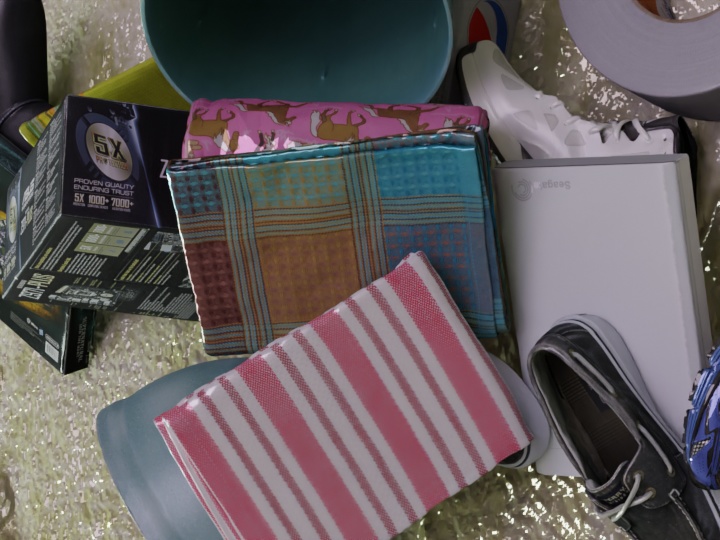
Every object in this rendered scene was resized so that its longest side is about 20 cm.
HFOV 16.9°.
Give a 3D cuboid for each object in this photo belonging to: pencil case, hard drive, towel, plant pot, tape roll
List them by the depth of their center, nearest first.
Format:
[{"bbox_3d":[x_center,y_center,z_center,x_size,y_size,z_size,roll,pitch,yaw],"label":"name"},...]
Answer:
[{"bbox_3d":[-0.009,0.097,1.495,0.199,0.147,0.030,-32,17,-4],"label":"towel"},{"bbox_3d":[-0.012,-0.013,1.501,0.198,0.148,0.022,-5,30,9],"label":"towel"},{"bbox_3d":[0.155,0.030,1.506,0.131,0.026,0.202,0,105,36],"label":"hard drive"},{"bbox_3d":[-0.017,-0.067,1.529,0.198,0.083,0.087,2,120,3],"label":"pencil case"},{"bbox_3d":[0.224,-0.199,1.542,0.199,0.066,0.202,-11,71,35],"label":"tape roll"},{"bbox_3d":[-0.031,-0.207,1.569,0.200,0.201,0.162,-25,34,29],"label":"plant pot"},{"bbox_3d":[-0.061,0.137,1.601,0.134,0.200,0.201,-35,59,7],"label":"plant pot"},{"bbox_3d":[-0.148,-0.104,1.688,0.199,0.086,0.018,-21,40,42],"label":"towel"}]

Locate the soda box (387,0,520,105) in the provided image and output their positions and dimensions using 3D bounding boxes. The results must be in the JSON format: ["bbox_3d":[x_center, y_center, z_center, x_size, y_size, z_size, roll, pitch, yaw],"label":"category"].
[{"bbox_3d":[0.067,-0.193,1.654,0.063,0.068,0.202,5,81,37],"label":"soda box"}]

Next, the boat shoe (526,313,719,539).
[{"bbox_3d":[0.160,0.123,1.470,0.072,0.071,0.201,-41,80,38],"label":"boat shoe"}]

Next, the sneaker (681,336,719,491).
[{"bbox_3d":[0.263,0.051,1.429,0.078,0.075,0.200,38,89,29],"label":"sneaker"}]

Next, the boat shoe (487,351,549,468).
[{"bbox_3d":[0.028,0.070,1.561,0.199,0.068,0.072,37,131,20],"label":"boat shoe"}]

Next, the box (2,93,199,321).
[{"bbox_3d":[-0.147,-0.038,1.662,0.200,0.162,0.087,138,136,-65],"label":"box"}]

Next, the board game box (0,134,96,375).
[{"bbox_3d":[-0.268,-0.028,1.849,0.200,0.028,0.136,37,130,36],"label":"board game box"}]

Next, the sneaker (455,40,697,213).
[{"bbox_3d":[0.151,-0.085,1.567,0.115,0.076,0.201,-35,73,15],"label":"sneaker"}]

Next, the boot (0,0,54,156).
[{"bbox_3d":[-0.222,-0.111,1.831,0.200,0.065,0.166,37,128,40],"label":"boot"}]
